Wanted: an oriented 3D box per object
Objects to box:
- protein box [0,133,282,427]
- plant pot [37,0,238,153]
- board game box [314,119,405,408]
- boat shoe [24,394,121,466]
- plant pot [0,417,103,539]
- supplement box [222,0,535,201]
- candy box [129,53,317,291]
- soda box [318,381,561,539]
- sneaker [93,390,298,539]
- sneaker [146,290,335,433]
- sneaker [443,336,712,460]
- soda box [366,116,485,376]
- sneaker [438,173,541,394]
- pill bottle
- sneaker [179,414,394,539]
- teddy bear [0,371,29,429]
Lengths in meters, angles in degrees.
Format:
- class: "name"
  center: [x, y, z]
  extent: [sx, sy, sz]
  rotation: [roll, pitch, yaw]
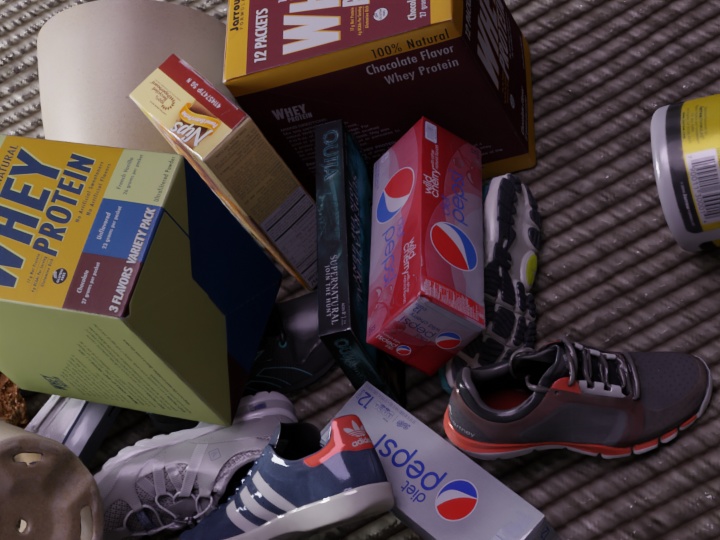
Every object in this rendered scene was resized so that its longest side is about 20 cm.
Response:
- class: "protein box"
  center: [-0.200, 0.006, 1.512]
  extent: [0.200, 0.199, 0.135]
  rotation: [8, 66, 26]
- class: "plant pot"
  center: [-0.194, -0.101, 1.719]
  extent: [0.187, 0.187, 0.200]
  rotation: [-9, 66, 22]
- class: "board game box"
  center: [0.000, 0.000, 1.562]
  extent: [0.028, 0.135, 0.200]
  rotation: [-13, 54, 15]
- class: "boat shoe"
  center: [-0.224, 0.069, 1.660]
  extent: [0.086, 0.075, 0.202]
  rotation: [28, 78, 8]
- class: "plant pot"
  center: [-0.296, 0.187, 1.510]
  extent: [0.183, 0.200, 0.201]
  rotation: [-3, 55, 51]
- class: "supplement box"
  center: [0.019, -0.171, 1.626]
  extent: [0.197, 0.200, 0.133]
  rotation: [-13, 54, 19]
- class: "candy box"
  center: [-0.096, -0.078, 1.621]
  extent: [0.055, 0.200, 0.115]
  rotation: [-44, 50, -5]
- class: "soda box"
  center: [0.059, 0.166, 1.462]
  extent: [0.063, 0.068, 0.200]
  rotation: [-48, 51, -9]
- class: "sneaker"
  center: [-0.134, 0.170, 1.553]
  extent: [0.200, 0.075, 0.082]
  rotation: [-31, 48, 5]
- class: "sneaker"
  center: [-0.094, 0.066, 1.604]
  extent: [0.200, 0.079, 0.075]
  rotation: [-29, 50, 5]
- class: "sneaker"
  center: [0.160, 0.087, 1.433]
  extent: [0.199, 0.082, 0.077]
  rotation: [-11, 51, -5]
- class: "soda box"
  center: [0.050, -0.021, 1.523]
  extent: [0.070, 0.063, 0.200]
  rotation: [-43, 30, 35]
- class: "sneaker"
  center: [0.092, 0.018, 1.559]
  extent: [0.080, 0.077, 0.200]
  rotation: [-20, 44, 39]
- class: "pill bottle"
  center: [0.325, -0.086, 1.468]
  extent: [0.200, 0.114, 0.115]
  rotation: [-11, 54, 20]
- class: "sneaker"
  center: [-0.062, 0.160, 1.475]
  extent: [0.200, 0.075, 0.085]
  rotation: [-23, 77, 34]
- class: "teddy bear"
  center: [-0.360, 0.142, 1.707]
  extent: [0.200, 0.067, 0.145]
  rotation: [-25, 41, 18]
